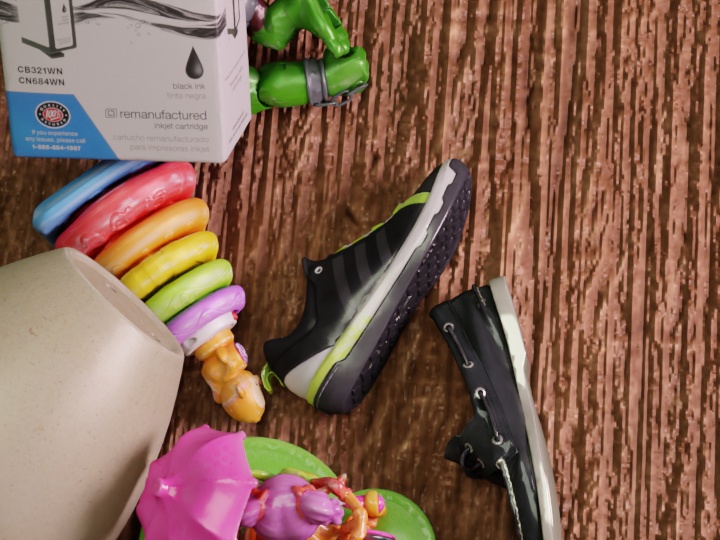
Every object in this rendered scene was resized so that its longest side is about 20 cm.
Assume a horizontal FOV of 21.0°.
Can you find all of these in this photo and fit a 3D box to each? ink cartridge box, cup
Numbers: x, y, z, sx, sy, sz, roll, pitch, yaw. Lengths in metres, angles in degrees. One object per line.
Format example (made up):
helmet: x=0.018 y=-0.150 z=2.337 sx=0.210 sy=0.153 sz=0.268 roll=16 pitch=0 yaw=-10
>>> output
ink cartridge box: x=-0.151 y=-0.177 z=1.221 sx=0.145 sy=0.084 sz=0.201 roll=2 pitch=116 yaw=10
cup: x=-0.195 y=0.070 z=1.212 sx=0.200 sy=0.200 sz=0.143 roll=43 pitch=93 yaw=17

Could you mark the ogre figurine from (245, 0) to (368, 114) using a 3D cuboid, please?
ogre figurine: x=-0.090 y=-0.169 z=1.319 sx=0.120 sy=0.200 sz=0.098 roll=-31 pitch=59 yaw=18

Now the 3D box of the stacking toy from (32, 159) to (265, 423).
stacking toy: x=-0.121 y=0.016 z=1.301 sx=0.110 sy=0.116 sz=0.200 roll=-34 pitch=83 yaw=-5

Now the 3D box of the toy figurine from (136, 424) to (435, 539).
toy figurine: x=-0.058 y=0.159 z=1.195 sx=0.199 sy=0.184 sz=0.151 roll=2 pitch=73 yaw=7

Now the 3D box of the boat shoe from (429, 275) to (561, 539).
boat shoe: x=0.084 y=0.102 z=1.253 sx=0.066 sy=0.075 sz=0.200 roll=-13 pitch=71 yaw=6

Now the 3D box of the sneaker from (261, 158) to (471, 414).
sneaker: x=0.000 y=0.000 z=1.296 sx=0.083 sy=0.072 sz=0.200 roll=29 pitch=79 yaw=16
